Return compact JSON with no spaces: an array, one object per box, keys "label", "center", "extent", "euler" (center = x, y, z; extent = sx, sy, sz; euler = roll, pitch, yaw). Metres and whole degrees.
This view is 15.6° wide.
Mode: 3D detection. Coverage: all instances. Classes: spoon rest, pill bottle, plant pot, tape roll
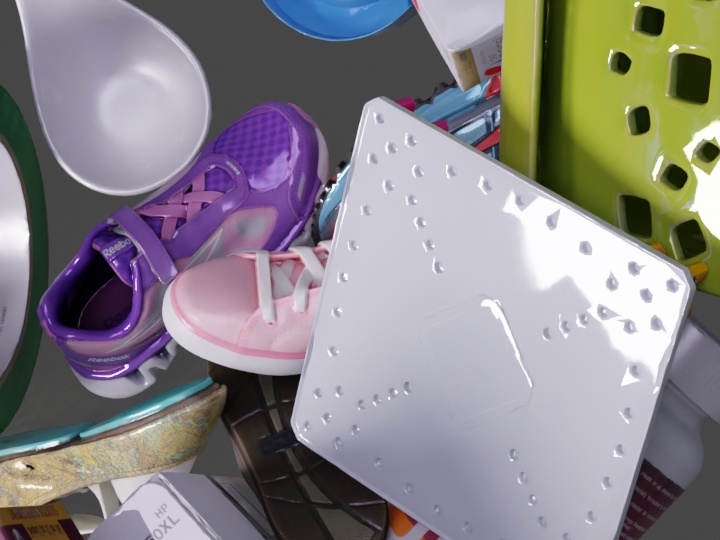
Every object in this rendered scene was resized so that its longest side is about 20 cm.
[{"label":"spoon rest","center":[-0.159,-0.134,1.489],"extent":[0.099,0.061,0.200],"euler":[-34,77,8]},{"label":"pill bottle","center":[0.109,0.100,1.374],"extent":[0.110,0.110,0.200],"euler":[45,95,14]},{"label":"plant pot","center":[0.179,-0.097,1.287],"extent":[0.181,0.200,0.200],"euler":[8,102,34]},{"label":"tape roll","center":[-0.226,-0.005,1.419],"extent":[0.048,0.200,0.201],"euler":[1,85,14]}]

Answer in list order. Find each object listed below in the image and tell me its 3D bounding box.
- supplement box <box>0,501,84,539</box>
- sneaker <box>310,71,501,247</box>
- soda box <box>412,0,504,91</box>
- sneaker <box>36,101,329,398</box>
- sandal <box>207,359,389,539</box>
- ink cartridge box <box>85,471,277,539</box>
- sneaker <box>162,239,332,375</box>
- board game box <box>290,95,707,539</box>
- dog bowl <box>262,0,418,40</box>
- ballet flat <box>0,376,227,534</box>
[{"label":"supplement box","center":[-0.138,0.214,1.217],"extent":[0.086,0.110,0.200],"euler":[-33,81,7]},{"label":"sneaker","center":[0.065,-0.056,1.418],"extent":[0.200,0.079,0.096],"euler":[-36,79,8]},{"label":"soda box","center":[0.033,-0.199,1.384],"extent":[0.064,0.068,0.200],"euler":[-29,74,1]},{"label":"sneaker","center":[-0.102,-0.016,1.440],"extent":[0.200,0.088,0.081],"euler":[-46,61,7]},{"label":"sandal","center":[-0.029,0.090,1.410],"extent":[0.082,0.055,0.200],"euler":[-20,48,-5]},{"label":"ink cartridge box","center":[-0.100,0.184,1.369],"extent":[0.145,0.200,0.084],"euler":[-46,76,6]},{"label":"sneaker","center":[0.000,0.000,1.381],"extent":[0.200,0.105,0.075],"euler":[6,43,-12]},{"label":"board game box","center":[0.063,0.041,1.279],"extent":[0.200,0.026,0.200],"euler":[32,123,31]},{"label":"dog bowl","center":[0.029,-0.207,1.457],"extent":[0.200,0.050,0.112],"euler":[-39,77,6]},{"label":"ballet flat","center":[-0.137,0.108,1.430],"extent":[0.200,0.071,0.071],"euler":[-18,79,39]}]
